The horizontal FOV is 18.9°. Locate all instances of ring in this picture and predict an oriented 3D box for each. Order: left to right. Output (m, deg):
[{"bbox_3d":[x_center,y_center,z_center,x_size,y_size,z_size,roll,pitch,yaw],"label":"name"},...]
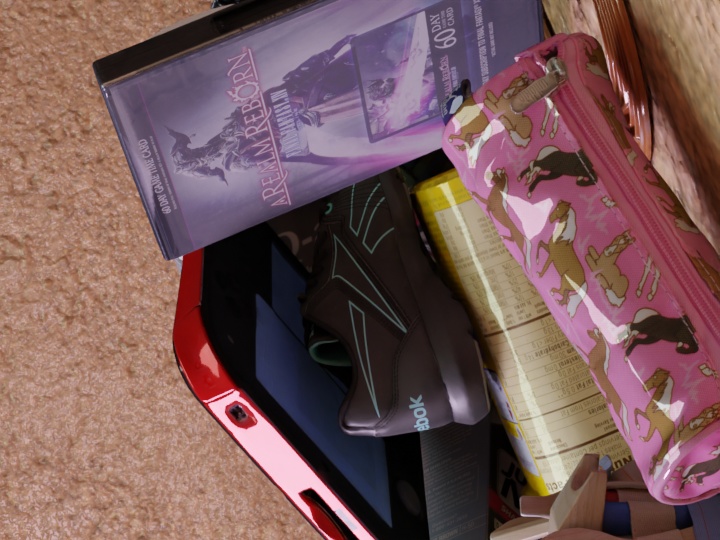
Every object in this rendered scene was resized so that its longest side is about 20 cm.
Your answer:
[{"bbox_3d":[0.085,-0.132,1.002,0.200,0.019,0.201,158,90,-86],"label":"ring"}]

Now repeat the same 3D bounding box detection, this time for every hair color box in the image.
[{"bbox_3d":[0.081,0.114,1.236,0.099,0.061,0.200,43,-147,-30],"label":"hair color box"}]

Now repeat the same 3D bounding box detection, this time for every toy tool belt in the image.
[{"bbox_3d":[0.119,0.140,0.927,0.200,0.122,0.125,-81,-12,-77],"label":"toy tool belt"}]

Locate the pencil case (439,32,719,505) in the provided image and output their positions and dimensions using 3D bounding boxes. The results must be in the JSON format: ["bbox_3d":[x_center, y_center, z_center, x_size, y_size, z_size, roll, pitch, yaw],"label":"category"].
[{"bbox_3d":[0.109,-0.002,0.882,0.086,0.083,0.200,14,-139,-55],"label":"pencil case"}]

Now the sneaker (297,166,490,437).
[{"bbox_3d":[0.000,0.000,1.109,0.076,0.079,0.200,73,175,-52],"label":"sneaker"}]

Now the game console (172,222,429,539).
[{"bbox_3d":[-0.026,0.056,1.131,0.200,0.031,0.177,51,-157,-28],"label":"game console"}]

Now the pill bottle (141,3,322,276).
[{"bbox_3d":[-0.059,-0.042,1.241,0.116,0.115,0.201,-122,11,-63],"label":"pill bottle"}]

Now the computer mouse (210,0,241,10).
[{"bbox_3d":[-0.018,-0.129,1.258,0.200,0.053,0.139,24,127,26],"label":"computer mouse"}]

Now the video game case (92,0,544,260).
[{"bbox_3d":[-0.011,-0.084,0.972,0.143,0.199,0.019,77,167,-58],"label":"video game case"}]

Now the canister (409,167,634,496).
[{"bbox_3d":[0.099,0.035,1.115,0.149,0.086,0.201,-166,53,-86],"label":"canister"}]

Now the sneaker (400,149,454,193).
[{"bbox_3d":[0.033,-0.079,1.345,0.067,0.090,0.201,-126,15,-67],"label":"sneaker"}]

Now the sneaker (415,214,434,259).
[{"bbox_3d":[0.037,0.014,1.351,0.080,0.075,0.200,23,159,18],"label":"sneaker"}]
